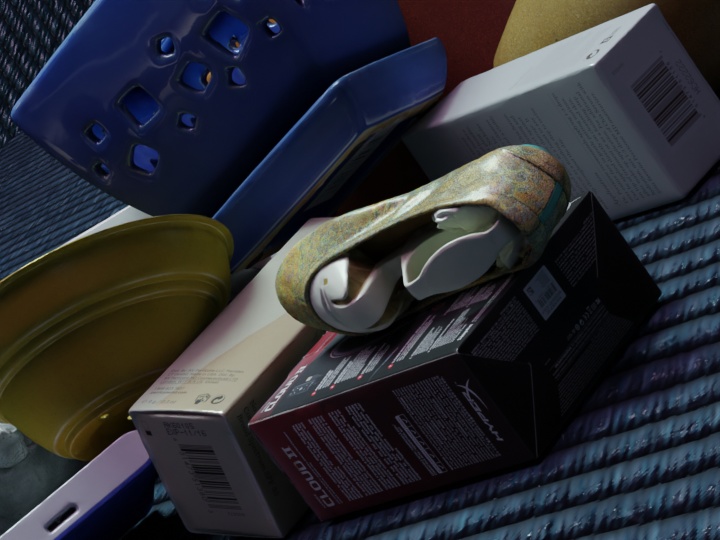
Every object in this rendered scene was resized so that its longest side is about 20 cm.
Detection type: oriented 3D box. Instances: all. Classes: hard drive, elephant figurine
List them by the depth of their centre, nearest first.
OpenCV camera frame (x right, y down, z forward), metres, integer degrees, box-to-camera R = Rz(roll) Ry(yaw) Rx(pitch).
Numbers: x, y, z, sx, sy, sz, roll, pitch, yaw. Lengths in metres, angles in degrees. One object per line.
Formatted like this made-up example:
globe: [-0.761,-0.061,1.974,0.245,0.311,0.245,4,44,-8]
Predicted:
hard drive: [-0.180,0.162,1.537,0.132,0.025,0.200,-40,-7,-13]
elephant figurine: [-0.200,0.104,1.749,0.200,0.142,0.155,-27,35,-34]

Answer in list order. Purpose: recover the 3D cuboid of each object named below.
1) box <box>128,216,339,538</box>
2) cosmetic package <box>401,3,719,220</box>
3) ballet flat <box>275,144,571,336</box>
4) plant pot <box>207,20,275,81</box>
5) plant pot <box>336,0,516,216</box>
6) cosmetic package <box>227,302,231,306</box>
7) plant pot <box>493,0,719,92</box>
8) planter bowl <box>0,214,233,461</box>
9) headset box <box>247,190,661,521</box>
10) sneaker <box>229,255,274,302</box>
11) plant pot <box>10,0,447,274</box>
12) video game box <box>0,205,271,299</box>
box: [-0.037,0.059,1.491,0.078,0.095,0.200,-1,35,39]
cosmetic package: [0.128,-0.083,1.568,0.071,0.102,0.200,-44,16,-33]
ballet flat: [0.024,-0.003,1.320,0.200,0.071,0.071,-26,16,36]
plant pot: [-0.097,-0.092,1.953,0.199,0.140,0.200,-23,28,13]
plant pot: [0.024,-0.121,1.803,0.200,0.176,0.200,-24,19,43]
cosmetic package: [-0.068,0.044,1.678,0.082,0.051,0.200,-40,5,-3]
plant pot: [0.183,-0.173,1.631,0.200,0.186,0.186,-47,6,31]
planter bowl: [-0.149,0.057,1.514,0.200,0.084,0.201,-24,-20,-10]
headset box: [0.043,0.050,1.379,0.200,0.075,0.149,-22,20,47]
sneaker: [-0.122,0.030,1.885,0.200,0.075,0.082,-33,16,23]
plant pot: [-0.069,-0.121,1.627,0.200,0.180,0.200,-47,-8,26]
video game box: [-0.182,0.023,1.775,0.200,0.047,0.182,-30,-13,16]
